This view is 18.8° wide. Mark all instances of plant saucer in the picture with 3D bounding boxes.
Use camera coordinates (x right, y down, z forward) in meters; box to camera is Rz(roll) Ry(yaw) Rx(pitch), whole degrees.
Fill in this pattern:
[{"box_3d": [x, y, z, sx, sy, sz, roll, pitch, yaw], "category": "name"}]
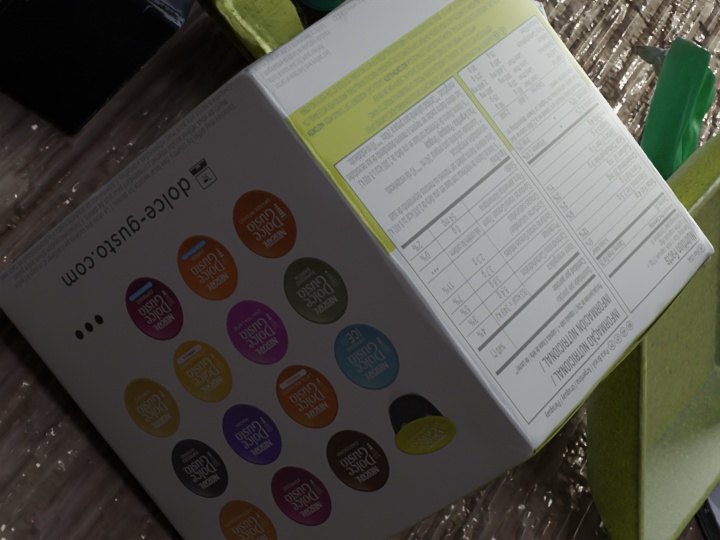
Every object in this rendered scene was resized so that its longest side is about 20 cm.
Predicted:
[{"box_3d": [0.172, 0.029, 1.161, 0.048, 0.200, 0.200, 15, 36, 28], "category": "plant saucer"}]

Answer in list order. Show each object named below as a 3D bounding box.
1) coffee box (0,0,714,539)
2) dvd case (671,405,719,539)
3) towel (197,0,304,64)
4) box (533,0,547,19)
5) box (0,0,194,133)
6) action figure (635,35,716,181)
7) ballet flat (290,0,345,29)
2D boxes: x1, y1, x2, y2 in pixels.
[{"box_3d": [0.000, 0.000, 0.989, 0.198, 0.200, 0.200, 53, 40, -3], "category": "coffee box"}, {"box_3d": [0.270, 0.145, 1.267, 0.200, 0.016, 0.149, 2, 58, -41], "category": "dvd case"}, {"box_3d": [0.001, -0.166, 1.175, 0.086, 0.018, 0.200, 48, 53, -3], "category": "towel"}, {"box_3d": [0.035, -0.101, 1.226, 0.200, 0.044, 0.160, 11, 53, -36], "category": "box"}, {"box_3d": [-0.163, -0.213, 1.061, 0.197, 0.124, 0.200, 32, 51, -17], "category": "box"}, {"box_3d": [0.154, -0.021, 1.206, 0.118, 0.055, 0.200, 27, 75, -64], "category": "action figure"}, {"box_3d": [-0.005, -0.145, 1.086, 0.200, 0.068, 0.075, 52, 34, -48], "category": "ballet flat"}]
